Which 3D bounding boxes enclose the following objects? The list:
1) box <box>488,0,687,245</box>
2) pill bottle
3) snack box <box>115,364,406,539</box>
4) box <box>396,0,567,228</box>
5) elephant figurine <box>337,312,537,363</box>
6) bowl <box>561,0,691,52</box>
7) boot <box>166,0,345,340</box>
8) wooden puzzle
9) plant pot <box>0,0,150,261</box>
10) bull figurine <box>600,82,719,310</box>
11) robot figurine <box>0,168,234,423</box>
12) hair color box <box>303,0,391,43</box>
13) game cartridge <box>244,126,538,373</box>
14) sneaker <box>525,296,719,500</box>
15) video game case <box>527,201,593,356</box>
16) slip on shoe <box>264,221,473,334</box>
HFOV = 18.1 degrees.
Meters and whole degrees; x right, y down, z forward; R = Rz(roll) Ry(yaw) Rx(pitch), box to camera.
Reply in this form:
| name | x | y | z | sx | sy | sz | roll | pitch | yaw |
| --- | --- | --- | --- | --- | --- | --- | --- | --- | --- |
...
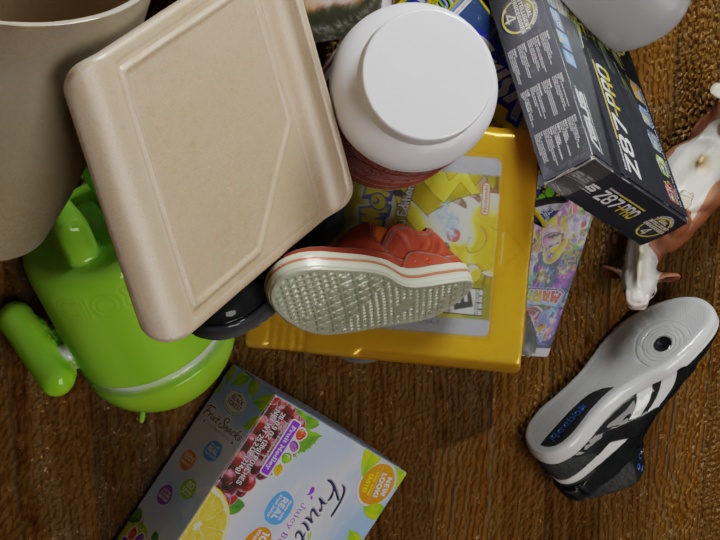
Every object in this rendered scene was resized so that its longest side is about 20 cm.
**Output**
| name | x | y | z | sx | sy | sz | roll | pitch | yaw |
| --- | --- | --- | --- | --- | --- | --- | --- | --- | --- |
| box | 0.163 | -0.132 | 1.671 | 0.049 | 0.200 | 0.161 | -28 | 150 | 25 |
| pill bottle | 0.030 | -0.117 | 1.510 | 0.112 | 0.200 | 0.112 | 0 | 87 | -7 |
| snack box | -0.083 | 0.196 | 1.737 | 0.169 | 0.068 | 0.200 | 35 | 89 | -43 |
| box | 0.095 | -0.128 | 1.700 | 0.070 | 0.064 | 0.200 | -47 | 125 | -10 |
| elephant figurine | 0.016 | 0.013 | 1.690 | 0.200 | 0.155 | 0.142 | -27 | 149 | -19 |
| bowl | 0.202 | -0.282 | 1.661 | 0.200 | 0.075 | 0.200 | 43 | 57 | -42 |
| boot | -0.086 | -0.079 | 1.476 | 0.165 | 0.066 | 0.200 | -53 | 138 | -44 |
| wooden puzzle | -0.093 | -0.080 | 1.396 | 0.200 | 0.037 | 0.185 | -38 | 122 | -42 |
| plant pot | -0.232 | -0.113 | 1.408 | 0.187 | 0.187 | 0.200 | -13 | 132 | -33 |
| bull figurine | 0.266 | -0.063 | 1.871 | 0.200 | 0.065 | 0.121 | -55 | 166 | -12 |
| robot figurine | -0.158 | 0.015 | 1.554 | 0.175 | 0.116 | 0.200 | -34 | 129 | -13 |
| hair color box | -0.029 | -0.260 | 1.554 | 0.099 | 0.061 | 0.200 | -15 | 121 | -32 |
| game cartridge | 0.023 | -0.022 | 1.621 | 0.200 | 0.032 | 0.176 | 5 | 86 | -4 |
| sneaker | 0.237 | 0.116 | 1.953 | 0.200 | 0.073 | 0.112 | -39 | 134 | -5 |
| video game case | 0.126 | -0.027 | 1.823 | 0.143 | 0.018 | 0.200 | 4 | 109 | -40 |
| slip on shoe | 0.000 | 0.000 | 1.525 | 0.074 | 0.061 | 0.200 | -44 | 157 | 29 |
